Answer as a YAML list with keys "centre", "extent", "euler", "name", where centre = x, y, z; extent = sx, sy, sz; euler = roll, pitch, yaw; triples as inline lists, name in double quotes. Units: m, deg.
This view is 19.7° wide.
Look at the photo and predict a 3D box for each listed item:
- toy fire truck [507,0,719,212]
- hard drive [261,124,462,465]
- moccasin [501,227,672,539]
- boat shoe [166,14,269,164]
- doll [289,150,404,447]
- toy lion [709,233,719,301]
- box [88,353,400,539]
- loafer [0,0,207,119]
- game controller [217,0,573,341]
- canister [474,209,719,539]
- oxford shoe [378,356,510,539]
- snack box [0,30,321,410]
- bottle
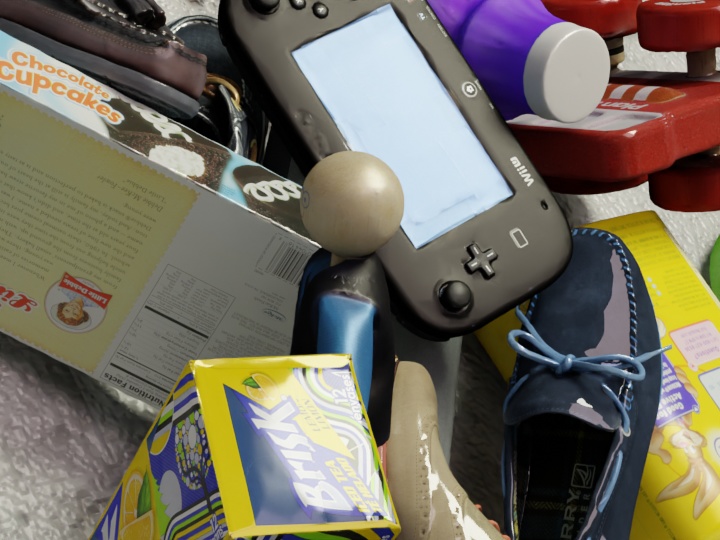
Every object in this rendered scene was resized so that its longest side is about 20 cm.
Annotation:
- centre: [0.118, -0.086, 1.116]
  extent: [0.167, 0.199, 0.113]
  euler: [-17, 109, -39]
  name: "toy fire truck"
- centre: [0.000, 0.000, 1.008]
  extent: [0.140, 0.033, 0.201]
  euler: [47, 34, -31]
  name: "hard drive"
- centre: [0.105, 0.073, 0.977]
  extent: [0.068, 0.080, 0.201]
  euler: [40, 49, -64]
  name: "moccasin"
- centre: [-0.076, -0.069, 0.967]
  extent: [0.070, 0.091, 0.201]
  euler: [4, 49, -5]
  name: "boat shoe"
- centre: [-0.011, 0.053, 0.792]
  extent: [0.048, 0.201, 0.137]
  euler: [9, 15, -1]
  name: "doll"
- centre: [0.284, 0.051, 1.244]
  extent: [0.200, 0.069, 0.192]
  euler: [47, 45, 1]
  name: "toy lion"
- centre: [-0.057, 0.113, 0.743]
  extent: [0.064, 0.200, 0.070]
  euler: [0, 54, -26]
  name: "box"
- centre: [-0.131, -0.118, 0.908]
  extent: [0.072, 0.063, 0.200]
  euler: [26, -3, -43]
  name: "loafer"
- centre: [0.017, -0.066, 0.976]
  extent: [0.104, 0.042, 0.201]
  euler: [-30, 83, -21]
  name: "game controller"
- centre: [0.157, 0.074, 1.078]
  extent: [0.148, 0.087, 0.201]
  euler: [-13, 65, -48]
  name: "canister"
- centre: [0.039, 0.125, 0.855]
  extent: [0.074, 0.071, 0.201]
  euler: [-7, 62, 0]
  name: "oxford shoe"
- centre: [-0.114, -0.018, 0.858]
  extent: [0.199, 0.116, 0.037]
  euler: [27, 34, -11]
  name: "snack box"
- centre: [0.041, -0.119, 1.063]
  extent: [0.065, 0.084, 0.200]
  euler: [-26, 33, -32]
  name: "bottle"
